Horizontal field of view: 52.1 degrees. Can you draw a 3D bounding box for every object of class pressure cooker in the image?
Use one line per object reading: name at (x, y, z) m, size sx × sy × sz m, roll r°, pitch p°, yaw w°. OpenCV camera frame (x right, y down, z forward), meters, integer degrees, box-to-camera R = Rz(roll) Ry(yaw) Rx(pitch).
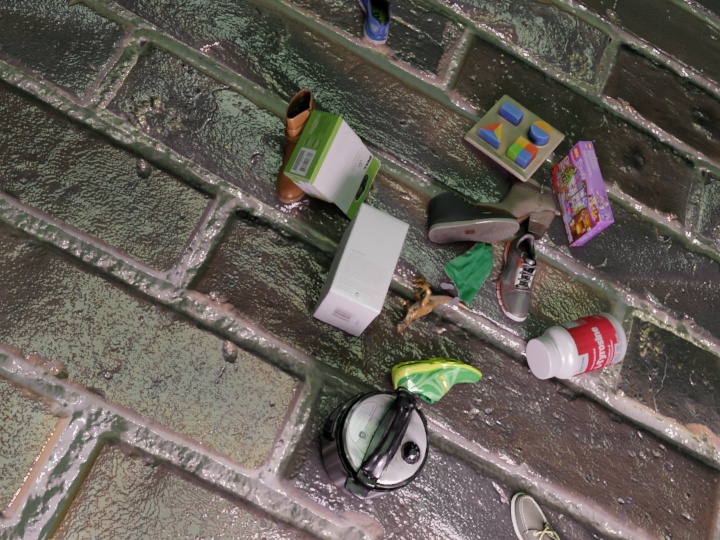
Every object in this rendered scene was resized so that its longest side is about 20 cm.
pressure cooker at (0.031, 0.308, 1.317) m, size 0.175 × 0.200 × 0.180 m, roll -6°, pitch 72°, yaw -19°

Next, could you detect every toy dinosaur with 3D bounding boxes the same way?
toy dinosaur at (0.139, 0.067, 1.546) m, size 0.197 × 0.060 × 0.108 m, roll -22°, pitch 112°, yaw -28°

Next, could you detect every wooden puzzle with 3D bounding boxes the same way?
wooden puzzle at (0.371, -0.326, 1.751) m, size 0.184 × 0.047 × 0.200 m, roll 38°, pitch 61°, yaw 15°

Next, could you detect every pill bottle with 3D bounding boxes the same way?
pill bottle at (0.458, 0.165, 1.569) m, size 0.196 × 0.112 × 0.114 m, roll -13°, pitch 73°, yaw -22°

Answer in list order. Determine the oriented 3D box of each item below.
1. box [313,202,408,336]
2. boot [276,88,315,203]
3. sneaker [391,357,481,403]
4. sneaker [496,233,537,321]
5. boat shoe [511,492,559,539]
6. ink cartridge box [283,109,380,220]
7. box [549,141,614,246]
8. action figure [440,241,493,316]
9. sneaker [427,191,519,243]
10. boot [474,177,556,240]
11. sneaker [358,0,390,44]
box at (0.000, 0.000, 1.454) m, size 0.105 × 0.153 × 0.203 m, roll 23°, pitch 64°, yaw -6°
boot at (-0.129, -0.256, 1.513) m, size 0.075 × 0.156 × 0.203 m, roll 18°, pitch 63°, yaw 9°
sneaker at (0.151, 0.221, 1.481) m, size 0.196 × 0.074 × 0.086 m, roll -1°, pitch 94°, yaw -21°
sneaker at (0.350, 0.008, 1.612) m, size 0.075 × 0.082 × 0.204 m, roll 11°, pitch 66°, yaw -13°
boat shoe at (0.354, 0.528, 1.420) m, size 0.071 × 0.060 × 0.205 m, roll -14°, pitch 74°, yaw -22°
ink cartridge box at (-0.054, -0.212, 1.529) m, size 0.075 × 0.200 × 0.150 m, roll 20°, pitch 79°, yaw 32°
box at (0.510, -0.176, 1.706) m, size 0.038 × 0.137 × 0.204 m, roll -2°, pitch 69°, yaw -18°
action figure at (0.240, -0.004, 1.582) m, size 0.200 × 0.054 × 0.120 m, roll -43°, pitch 113°, yaw -43°
sneaker at (0.244, -0.125, 1.604) m, size 0.195 × 0.075 × 0.108 m, roll -2°, pitch 56°, yaw 4°
boot at (0.357, -0.157, 1.696) m, size 0.197 × 0.070 × 0.148 m, roll 23°, pitch 58°, yaw -9°
sneaker at (0.042, -0.651, 1.768) m, size 0.077 × 0.089 × 0.204 m, roll -3°, pitch 70°, yaw -20°
